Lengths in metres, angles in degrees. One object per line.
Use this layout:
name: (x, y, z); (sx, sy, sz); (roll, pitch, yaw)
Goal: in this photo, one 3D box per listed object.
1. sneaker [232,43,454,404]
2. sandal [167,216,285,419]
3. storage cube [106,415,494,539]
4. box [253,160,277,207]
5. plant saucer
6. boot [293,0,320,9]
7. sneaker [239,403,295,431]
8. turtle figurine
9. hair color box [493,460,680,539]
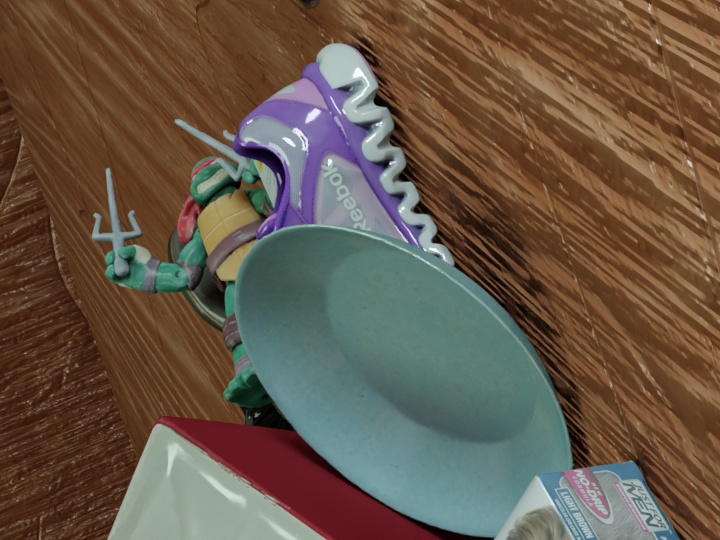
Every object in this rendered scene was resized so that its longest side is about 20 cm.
sneaker: (-0.006, -0.014, 1.262); (0.201, 0.088, 0.080); (65, 167, 2)
sandal: (-0.060, 0.028, 1.631); (0.200, 0.081, 0.055); (55, 141, 33)
storage cube: (-0.033, 0.196, 1.273); (0.200, 0.172, 0.179); (32, -169, 35)
box: (0.000, 0.000, 1.355); (0.082, 0.049, 0.201); (100, 146, -71)
plant saucer: (0.028, 0.047, 1.195); (0.200, 0.039, 0.202); (26, 141, 23)
boot: (-0.066, -0.201, 1.322); (0.200, 0.068, 0.189); (46, 149, 44)
sneaker: (-0.053, 0.114, 1.637); (0.200, 0.069, 0.100); (-85, -28, -78)
turtle figurine: (-0.081, -0.018, 1.557); (0.100, 0.150, 0.201); (8, -137, -50)
hair color box: (0.082, 0.189, 1.088); (0.100, 0.060, 0.200); (60, 138, 34)
